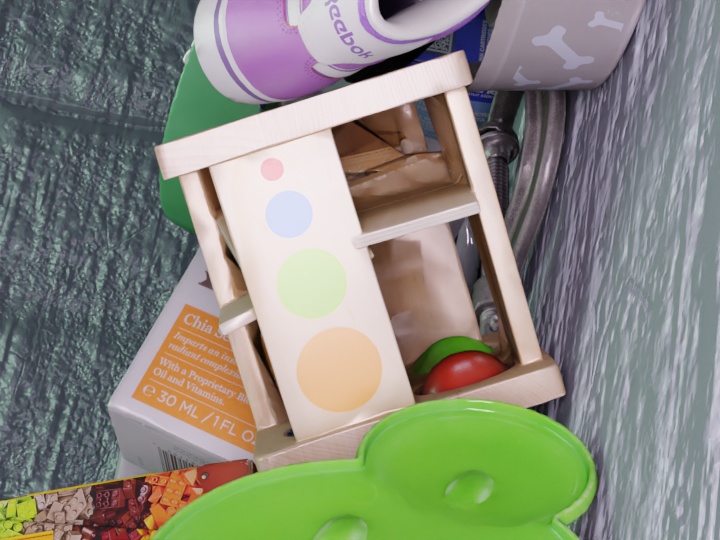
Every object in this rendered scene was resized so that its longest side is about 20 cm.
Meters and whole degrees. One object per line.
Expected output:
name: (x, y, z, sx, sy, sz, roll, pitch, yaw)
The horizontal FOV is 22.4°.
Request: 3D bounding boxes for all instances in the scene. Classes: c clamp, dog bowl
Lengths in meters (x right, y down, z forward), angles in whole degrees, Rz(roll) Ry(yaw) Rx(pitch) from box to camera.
c clamp: (0.071, -0.041, 0.901, 0.171, 0.027, 0.200, 105, 174, -45)
dog bowl: (0.090, -0.167, 0.760, 0.200, 0.059, 0.201, -169, 90, -87)

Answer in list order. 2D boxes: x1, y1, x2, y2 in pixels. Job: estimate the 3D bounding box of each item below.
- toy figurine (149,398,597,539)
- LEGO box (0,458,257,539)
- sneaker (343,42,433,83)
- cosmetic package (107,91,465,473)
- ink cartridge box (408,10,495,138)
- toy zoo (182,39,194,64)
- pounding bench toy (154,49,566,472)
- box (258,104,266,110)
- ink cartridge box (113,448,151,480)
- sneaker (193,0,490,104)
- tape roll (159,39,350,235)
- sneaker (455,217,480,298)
toy figurine: (0.010, 0.167, 0.612, 0.200, 0.150, 0.185, -45, -36, -55)
LEGO box: (-0.089, 0.169, 0.840, 0.200, 0.149, 0.077, 61, -159, -57)
sneaker: (0.024, -0.158, 0.895, 0.074, 0.089, 0.200, -41, 2, 38)
cosmetic package: (-0.031, 0.018, 0.900, 0.071, 0.101, 0.200, 91, -156, -63)
ink cartridge box: (0.053, -0.138, 1.080, 0.200, 0.076, 0.137, 107, 173, -63)
toy zoo: (-0.032, -0.169, 1.069, 0.200, 0.020, 0.131, -59, -22, 14)
pounding bench toy: (0.000, 0.000, 0.788, 0.200, 0.124, 0.156, -112, 5, -84)
box: (-0.031, -0.170, 0.791, 0.200, 0.032, 0.121, 80, -158, -60)
ink cartridge box: (-0.080, 0.189, 1.021, 0.085, 0.144, 0.200, 106, 173, -56)
sneaker: (0.031, -0.135, 0.713, 0.114, 0.073, 0.201, -13, 31, 41)
tape roll: (-0.040, -0.107, 0.985, 0.201, 0.048, 0.201, -60, -12, -21)
sneaker: (0.005, 0.013, 1.062, 0.076, 0.114, 0.200, -88, 10, -66)
